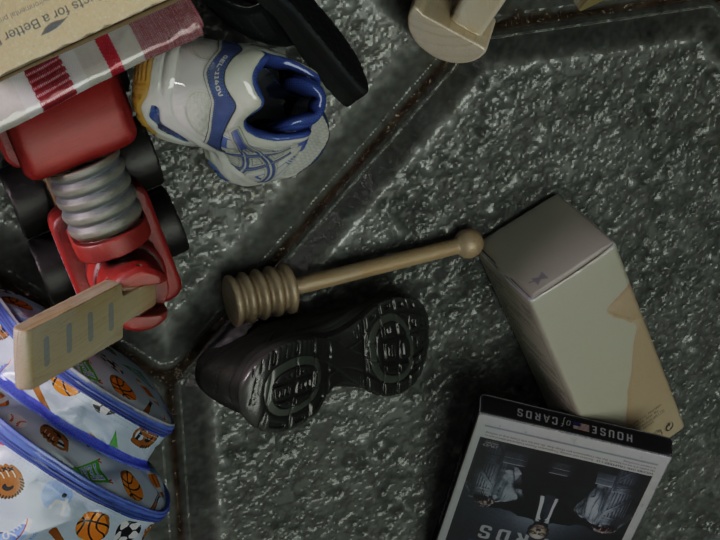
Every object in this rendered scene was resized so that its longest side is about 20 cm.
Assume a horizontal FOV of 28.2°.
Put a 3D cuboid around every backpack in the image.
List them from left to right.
[{"bbox_3d":[-0.203,0.113,0.900,0.200,0.191,0.154,29,102,-33],"label":"backpack"}]

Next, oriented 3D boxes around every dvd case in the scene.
[{"bbox_3d":[0.144,0.186,1.134,0.150,0.025,0.201,13,132,0],"label":"dvd case"}]

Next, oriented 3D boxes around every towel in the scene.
[{"bbox_3d":[-0.205,-0.143,0.794,0.199,0.144,0.023,-28,161,-8],"label":"towel"}]

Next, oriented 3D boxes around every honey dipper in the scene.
[{"bbox_3d":[0.000,0.000,1.027,0.199,0.038,0.038,-13,122,-20],"label":"honey dipper"}]

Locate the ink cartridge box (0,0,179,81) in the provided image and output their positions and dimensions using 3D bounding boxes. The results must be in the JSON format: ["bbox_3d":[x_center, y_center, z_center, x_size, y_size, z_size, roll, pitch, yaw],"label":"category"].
[{"bbox_3d":[-0.147,-0.205,0.723,0.199,0.075,0.165,-26,111,-8],"label":"ink cartridge box"}]

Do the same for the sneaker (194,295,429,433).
[{"bbox_3d":[-0.031,0.054,1.023,0.199,0.091,0.076,-10,107,-45],"label":"sneaker"}]

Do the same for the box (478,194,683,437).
[{"bbox_3d":[0.170,0.052,1.100,0.078,0.095,0.200,-32,127,-6],"label":"box"}]

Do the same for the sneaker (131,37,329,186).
[{"bbox_3d":[-0.054,-0.091,0.871,0.200,0.088,0.076,9,87,-66],"label":"sneaker"}]

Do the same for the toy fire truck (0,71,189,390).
[{"bbox_3d":[-0.164,-0.032,0.820,0.128,0.200,0.177,-23,116,-12],"label":"toy fire truck"}]

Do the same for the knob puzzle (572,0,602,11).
[{"bbox_3d":[0.240,-0.263,0.940,0.219,0.031,0.220,-36,170,-7],"label":"knob puzzle"}]

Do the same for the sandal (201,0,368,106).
[{"bbox_3d":[-0.066,-0.167,0.882,0.048,0.076,0.201,-30,128,16],"label":"sandal"}]

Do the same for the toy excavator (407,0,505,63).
[{"bbox_3d":[0.069,-0.232,0.867,0.194,0.100,0.200,-22,123,37],"label":"toy excavator"}]
